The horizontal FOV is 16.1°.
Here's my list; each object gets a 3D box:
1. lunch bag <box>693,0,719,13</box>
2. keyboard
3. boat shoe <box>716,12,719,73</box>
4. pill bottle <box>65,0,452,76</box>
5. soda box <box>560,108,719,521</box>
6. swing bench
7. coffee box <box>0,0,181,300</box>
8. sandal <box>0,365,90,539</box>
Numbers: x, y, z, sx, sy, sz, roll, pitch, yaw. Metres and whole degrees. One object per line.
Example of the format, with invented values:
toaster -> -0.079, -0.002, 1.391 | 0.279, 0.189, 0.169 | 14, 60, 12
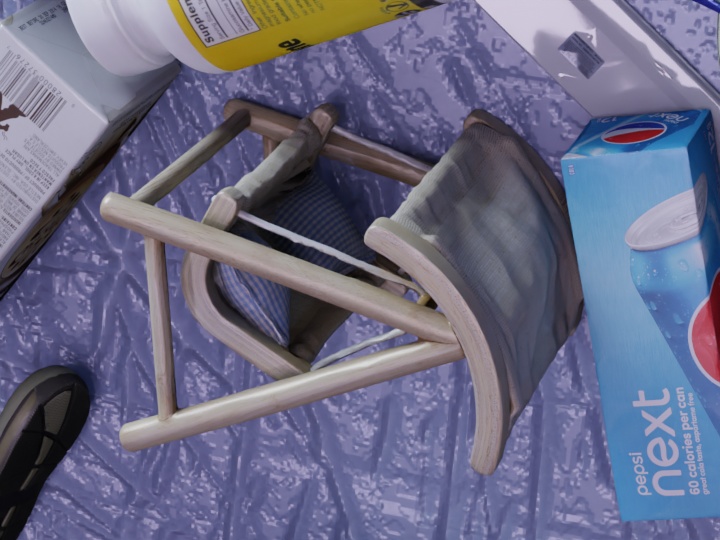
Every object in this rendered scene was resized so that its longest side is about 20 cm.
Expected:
lunch bag -> 0.233, -0.197, 1.171 | 0.169, 0.124, 0.201 | 26, 105, 8
keyboard -> 0.118, -0.116, 1.297 | 0.200, 0.011, 0.056 | 44, 120, -1
boat shoe -> 0.219, -0.076, 1.250 | 0.074, 0.062, 0.202 | -12, 90, 8
pill bottle -> -0.045, -0.164, 1.270 | 0.199, 0.112, 0.113 | -15, 104, 24
soda box -> 0.156, 0.024, 1.297 | 0.067, 0.064, 0.202 | -4, 110, 21
swing bench -> 0.000, 0.000, 1.267 | 0.198, 0.199, 0.131 | 2, 109, 16
coffee box -> -0.197, -0.049, 1.358 | 0.080, 0.113, 0.200 | 41, 116, 0
sandal -> -0.225, 0.125, 1.455 | 0.057, 0.080, 0.201 | 42, 109, 18
